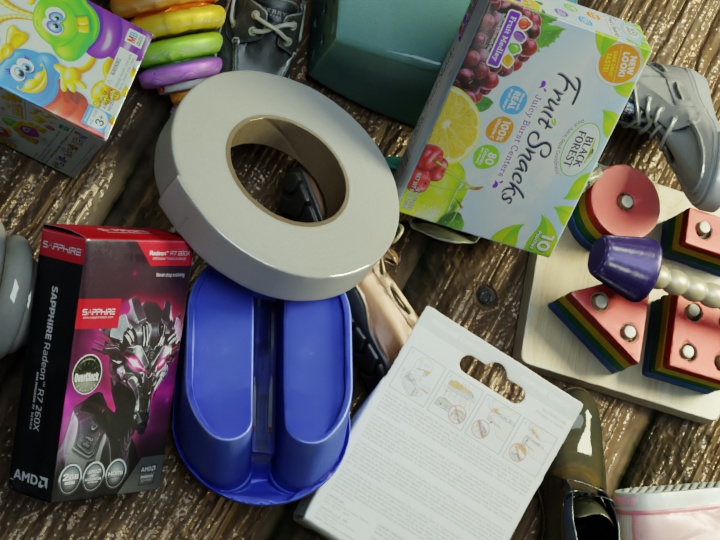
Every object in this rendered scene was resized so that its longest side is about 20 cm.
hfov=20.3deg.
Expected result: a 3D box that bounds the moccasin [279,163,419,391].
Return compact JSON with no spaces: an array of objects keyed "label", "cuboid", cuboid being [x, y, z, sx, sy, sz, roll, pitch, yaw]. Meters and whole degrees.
[{"label":"moccasin","cuboid":[0.001,0.000,1.650,0.078,0.074,0.202,-31,89,-31]}]

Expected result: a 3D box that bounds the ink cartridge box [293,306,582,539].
[{"label":"ink cartridge box","cuboid":[0.063,0.156,1.626,0.162,0.057,0.200,32,75,-11]}]

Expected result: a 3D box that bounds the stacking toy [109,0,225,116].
[{"label":"stacking toy","cuboid":[-0.149,-0.183,1.635,0.110,0.116,0.200,-13,95,-30]}]

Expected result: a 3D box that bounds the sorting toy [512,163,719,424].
[{"label":"sorting toy","cuboid":[0.249,0.009,1.753,0.198,0.070,0.200,17,70,-17]}]

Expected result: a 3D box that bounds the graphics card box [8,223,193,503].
[{"label":"graphics card box","cuboid":[-0.192,0.068,1.496,0.125,0.051,0.200,1,100,-56]}]

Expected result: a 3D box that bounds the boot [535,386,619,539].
[{"label":"boot","cuboid":[0.189,0.187,1.664,0.075,0.097,0.200,12,72,-19]}]

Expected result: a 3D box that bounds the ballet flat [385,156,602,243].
[{"label":"ballet flat","cuboid":[0.106,-0.060,1.714,0.200,0.068,0.075,-1,109,-11]}]

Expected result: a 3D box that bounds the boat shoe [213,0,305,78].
[{"label":"boat shoe","cuboid":[-0.083,-0.208,1.677,0.071,0.064,0.200,12,72,-19]}]

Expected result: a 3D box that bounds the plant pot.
[{"label":"plant pot","cuboid":[0.064,-0.205,1.700,0.200,0.141,0.142,9,72,-15]}]

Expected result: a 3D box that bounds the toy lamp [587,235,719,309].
[{"label":"toy lamp","cuboid":[0.286,0.016,1.697,0.200,0.058,0.058,17,70,-19]}]

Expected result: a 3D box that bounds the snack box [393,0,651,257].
[{"label":"snack box","cuboid":[0.127,-0.122,1.618,0.142,0.200,0.053,16,28,-16]}]

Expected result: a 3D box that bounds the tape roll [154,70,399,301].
[{"label":"tape roll","cuboid":[-0.065,-0.068,1.569,0.202,0.037,0.203,19,48,-22]}]

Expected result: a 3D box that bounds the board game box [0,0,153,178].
[{"label":"board game box","cuboid":[-0.281,-0.172,1.562,0.200,0.105,0.103,27,67,-15]}]

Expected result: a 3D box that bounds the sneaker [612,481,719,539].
[{"label":"sneaker","cuboid":[0.305,0.233,1.716,0.200,0.075,0.105,-1,86,-27]}]

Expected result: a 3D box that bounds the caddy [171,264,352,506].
[{"label":"caddy","cuboid":[-0.076,0.084,1.577,0.141,0.105,0.200,4,60,-7]}]

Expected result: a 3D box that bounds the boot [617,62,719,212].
[{"label":"boot","cuboid":[0.263,-0.123,1.759,0.095,0.074,0.200,14,29,-12]}]

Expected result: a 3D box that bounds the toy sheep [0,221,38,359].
[{"label":"toy sheep","cuboid":[-0.303,0.013,1.487,0.200,0.138,0.138,11,72,-20]}]
